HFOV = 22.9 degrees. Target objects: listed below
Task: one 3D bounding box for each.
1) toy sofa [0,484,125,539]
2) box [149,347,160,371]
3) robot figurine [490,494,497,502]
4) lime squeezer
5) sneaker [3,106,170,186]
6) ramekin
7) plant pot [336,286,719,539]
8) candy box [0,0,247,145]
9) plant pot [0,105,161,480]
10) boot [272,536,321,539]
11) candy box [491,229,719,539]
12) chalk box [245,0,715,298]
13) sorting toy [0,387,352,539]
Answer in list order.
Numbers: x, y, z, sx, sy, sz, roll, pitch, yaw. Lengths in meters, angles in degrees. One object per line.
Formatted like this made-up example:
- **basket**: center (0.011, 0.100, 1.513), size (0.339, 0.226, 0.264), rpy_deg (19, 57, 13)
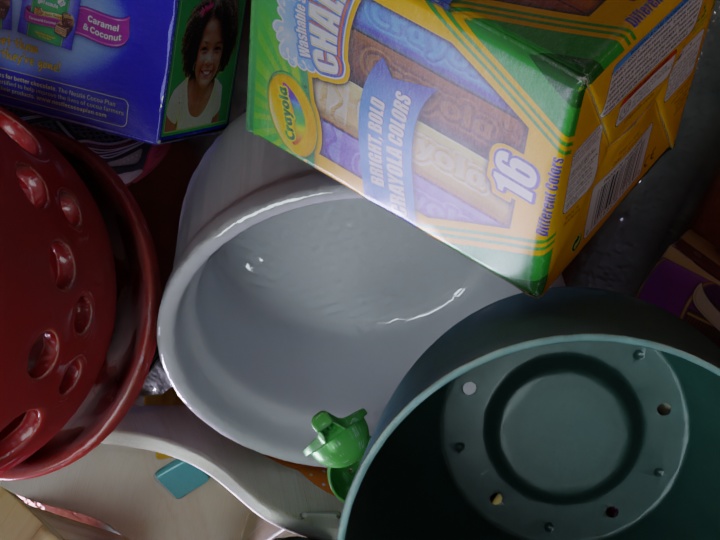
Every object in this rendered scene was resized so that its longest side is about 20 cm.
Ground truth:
- **toy sofa**: center (-0.172, 0.201, 1.087), size (0.097, 0.083, 0.200), rpy_deg (37, 179, 26)
- **box**: center (-0.209, 0.004, 1.022), size (0.199, 0.049, 0.160), rpy_deg (37, 160, -7)
- **robot figurine**: center (0.129, 0.149, 0.986), size (0.199, 0.058, 0.146), rpy_deg (-6, 118, 31)
- **lime squeezer**: center (-0.002, 0.100, 0.860), size (0.037, 0.071, 0.200), rpy_deg (-20, 141, 8)
- **sneaker**: center (-0.194, -0.107, 0.966), size (0.199, 0.081, 0.075), rpy_deg (27, 135, 10)
- **ramekin**: center (0.000, 0.000, 0.883), size (0.199, 0.098, 0.201), rpy_deg (-1, 135, -1)
- **plant pot**: center (0.092, 0.099, 0.778), size (0.199, 0.161, 0.202), rpy_deg (1, 106, 3)
- **candy box**: center (-0.137, -0.179, 0.852), size (0.168, 0.077, 0.202), rpy_deg (16, 108, 20)
- **plant pot**: center (-0.204, 0.008, 0.830), size (0.199, 0.182, 0.202), rpy_deg (-1, 89, 25)
- **boot**: center (-0.053, 0.195, 0.970), size (0.130, 0.068, 0.200), rpy_deg (5, 154, 25)
- **candy box**: center (0.151, 0.095, 0.886), size (0.116, 0.056, 0.201), rpy_deg (37, 111, 11)
- **chalk box**: center (0.032, -0.109, 0.742), size (0.199, 0.124, 0.124), rpy_deg (31, 142, 19)
- **sorting toy**: center (-0.108, 0.110, 0.989), size (0.179, 0.108, 0.200), rpy_deg (11, 156, -19)
